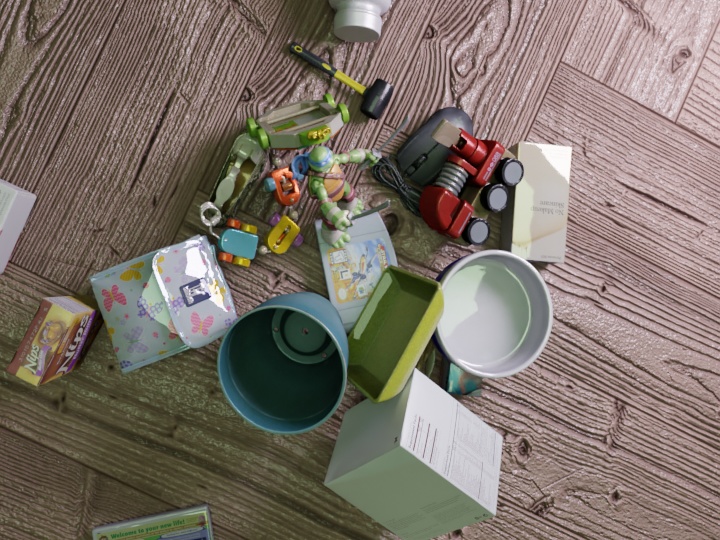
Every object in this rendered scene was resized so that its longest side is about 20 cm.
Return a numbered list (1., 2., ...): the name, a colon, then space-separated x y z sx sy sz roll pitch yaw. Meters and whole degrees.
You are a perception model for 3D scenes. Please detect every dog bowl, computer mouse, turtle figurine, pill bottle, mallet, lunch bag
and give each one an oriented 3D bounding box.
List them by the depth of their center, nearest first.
1. turtle figurine: -0.008 -0.117 1.075 0.196 0.195 0.146 -10 66 -3
2. lunch bag: -0.313 0.050 1.106 0.196 0.127 0.173 -18 94 -1
3. dog bowl: 0.208 0.070 1.114 0.196 0.079 0.205 0 88 -8
4. pill bottle: 0.001 -0.501 1.153 0.110 0.112 0.205 3 90 -5
5. mallet: -0.031 -0.349 1.189 0.199 0.041 0.066 39 88 0
6. computer mouse: 0.128 -0.205 1.192 0.138 0.053 0.201 41 86 -3

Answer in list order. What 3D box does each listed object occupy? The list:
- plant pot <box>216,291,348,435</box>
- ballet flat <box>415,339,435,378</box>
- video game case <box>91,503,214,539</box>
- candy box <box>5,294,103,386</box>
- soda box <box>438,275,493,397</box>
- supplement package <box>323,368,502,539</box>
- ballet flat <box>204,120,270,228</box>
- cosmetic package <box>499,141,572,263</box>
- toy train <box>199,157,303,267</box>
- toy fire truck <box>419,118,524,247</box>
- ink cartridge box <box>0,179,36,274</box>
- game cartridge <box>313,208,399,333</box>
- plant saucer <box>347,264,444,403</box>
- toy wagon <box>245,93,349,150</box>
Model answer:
1. plant pot: -0.105 0.126 1.085 0.196 0.188 0.204 2 104 8
2. ballet flat: 0.085 0.184 1.185 0.072 0.068 0.202 31 83 -23
3. video game case: -0.342 0.509 1.156 0.196 0.022 0.186 -10 90 -5
4. candy box: -0.464 0.103 1.059 0.056 0.200 0.118 27 87 -4
5. soda box: 0.184 0.113 1.184 0.062 0.068 0.204 7 88 -6
6. supplement package: 0.086 0.300 1.075 0.199 0.148 0.191 39 130 -17
7. ballet flat: -0.207 -0.165 1.148 0.067 0.075 0.203 26 87 -1
8. cosmetic package: 0.308 -0.116 1.198 0.101 0.073 0.205 3 88 -5
9. toy train: -0.175 -0.092 1.148 0.198 0.055 0.153 -29 104 -27
10. toy fire truck: 0.157 -0.157 1.123 0.198 0.128 0.178 32 89 -26
11. ink cartridge box: -0.660 -0.101 1.101 0.197 0.084 0.147 24 88 -4
12. game cartridge: 0.000 0.000 1.187 0.130 0.042 0.204 -12 90 -1
13. plant saucer: 0.052 0.102 1.085 0.047 0.199 0.202 30 87 -23
14. toy wagon: -0.096 -0.234 1.101 0.153 0.200 0.040 -21 123 -13
